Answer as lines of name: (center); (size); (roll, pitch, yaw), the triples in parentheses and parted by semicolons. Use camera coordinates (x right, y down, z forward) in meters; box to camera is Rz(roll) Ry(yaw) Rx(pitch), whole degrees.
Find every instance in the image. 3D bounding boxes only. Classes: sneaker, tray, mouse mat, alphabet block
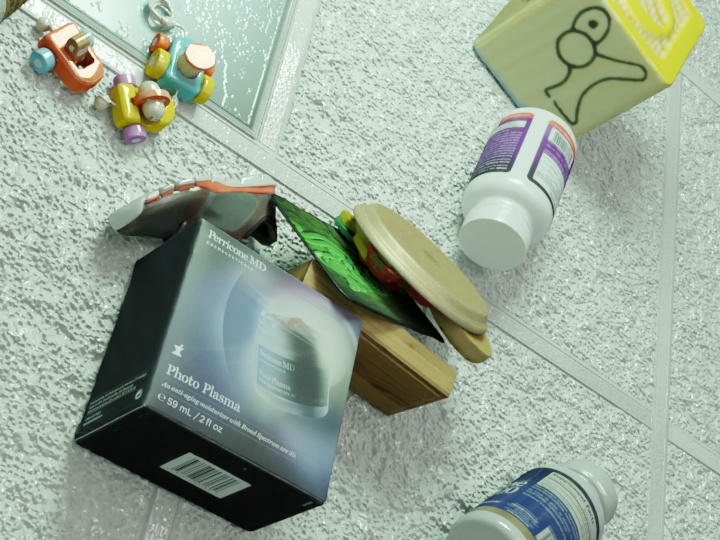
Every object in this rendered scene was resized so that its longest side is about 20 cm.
sneaker: (-0.148, -0.044, 1.231); (0.200, 0.077, 0.082); (-12, 84, -45)
tray: (-0.008, 0.072, 1.282); (0.200, 0.099, 0.037); (38, 54, -23)
mouse mat: (0.000, 0.000, 1.303); (0.200, 0.008, 0.161); (25, 23, -53)
alphabet block: (0.307, -0.315, 1.700); (0.195, 0.200, 0.196); (49, 44, -14)

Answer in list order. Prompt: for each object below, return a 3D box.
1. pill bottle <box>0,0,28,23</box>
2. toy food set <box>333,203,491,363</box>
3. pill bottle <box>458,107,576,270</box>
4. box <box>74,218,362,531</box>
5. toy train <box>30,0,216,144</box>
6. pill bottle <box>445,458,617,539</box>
pill bottle: (-0.347, -0.272, 1.127); (0.114, 0.114, 0.200); (47, 45, -15)
toy food set: (0.061, 0.004, 1.357); (0.200, 0.049, 0.198); (36, 15, -32)
pill bottle: (0.187, -0.097, 1.543); (0.111, 0.111, 0.200); (44, 46, -18)
box: (-0.121, 0.096, 1.151); (0.200, 0.123, 0.199); (33, 49, -28)
toy train: (-0.219, -0.212, 1.260); (0.200, 0.056, 0.150); (-37, 97, -46)
pill bottle: (0.190, 0.274, 1.360); (0.200, 0.111, 0.111); (-22, 85, -47)
